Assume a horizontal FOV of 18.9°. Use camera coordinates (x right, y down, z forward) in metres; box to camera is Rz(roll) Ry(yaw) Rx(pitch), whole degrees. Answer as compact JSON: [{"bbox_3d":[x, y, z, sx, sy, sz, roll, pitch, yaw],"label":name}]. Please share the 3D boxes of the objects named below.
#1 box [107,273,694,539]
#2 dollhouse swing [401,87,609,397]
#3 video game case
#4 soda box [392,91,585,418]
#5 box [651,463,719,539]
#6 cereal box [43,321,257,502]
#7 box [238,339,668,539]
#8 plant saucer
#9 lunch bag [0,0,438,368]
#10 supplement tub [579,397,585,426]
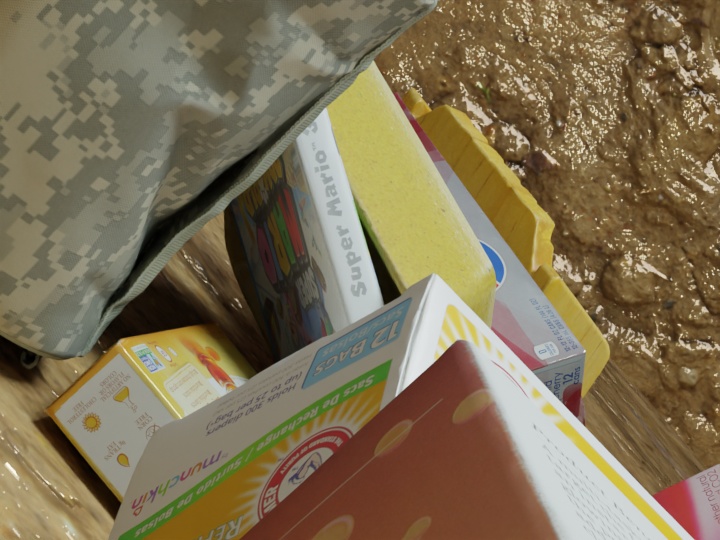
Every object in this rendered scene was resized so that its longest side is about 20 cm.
[{"bbox_3d":[0.034,0.117,0.574,0.200,0.112,0.102,45,35,-21],"label":"box"},{"bbox_3d":[0.088,0.036,1.250,0.175,0.182,0.200,21,22,-34],"label":"dollhouse swing"},{"bbox_3d":[-0.025,-0.015,0.818,0.143,0.018,0.201,178,-105,-75],"label":"video game case"},{"bbox_3d":[0.028,0.006,0.989,0.200,0.063,0.070,-124,-156,-43],"label":"soda box"},{"bbox_3d":[0.123,0.181,0.732,0.096,0.099,0.201,55,12,-46],"label":"box"},{"bbox_3d":[-0.013,0.106,0.740,0.200,0.039,0.144,49,7,4],"label":"cereal box"},{"bbox_3d":[0.011,0.127,0.348,0.106,0.152,0.200,45,7,-18],"label":"box"},{"bbox_3d":[0.000,0.000,0.876,0.201,0.048,0.201,93,-25,-52],"label":"plant saucer"},{"bbox_3d":[-0.090,-0.086,0.683,0.168,0.200,0.139,46,15,-6],"label":"lunch bag"},{"bbox_3d":[0.042,0.055,1.067,0.107,0.107,0.200,40,10,-46],"label":"supplement tub"}]
